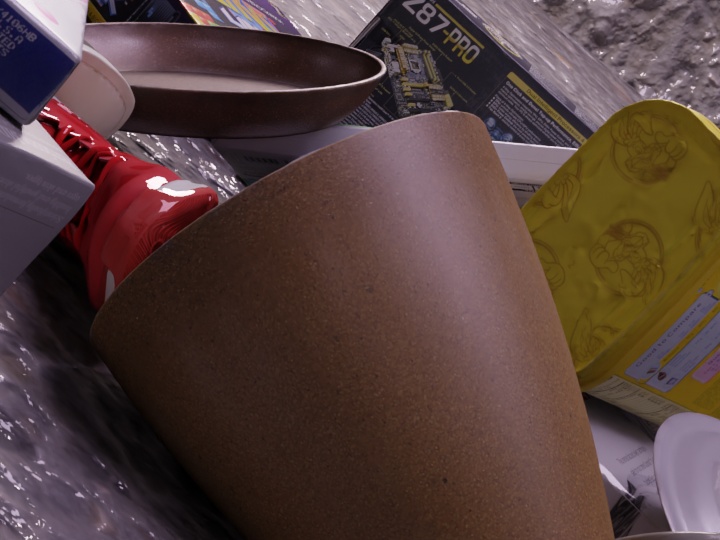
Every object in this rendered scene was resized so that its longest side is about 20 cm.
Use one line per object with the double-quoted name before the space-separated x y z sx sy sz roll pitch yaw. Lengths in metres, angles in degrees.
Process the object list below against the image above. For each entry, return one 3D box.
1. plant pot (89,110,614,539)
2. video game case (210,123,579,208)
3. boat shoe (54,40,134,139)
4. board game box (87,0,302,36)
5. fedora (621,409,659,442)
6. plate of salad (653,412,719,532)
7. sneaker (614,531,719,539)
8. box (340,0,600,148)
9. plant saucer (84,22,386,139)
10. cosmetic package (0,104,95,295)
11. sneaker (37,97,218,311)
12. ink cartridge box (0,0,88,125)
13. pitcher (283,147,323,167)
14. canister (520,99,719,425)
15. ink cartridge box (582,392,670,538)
"plant pot" 0.019 0.068 1.161 0.200 0.186 0.186 59 16 15
"video game case" 0.033 -0.047 1.560 0.199 0.022 0.182 6 -10 10
"boat shoe" -0.179 -0.101 1.312 0.202 0.072 0.060 17 33 -56
"board game box" -0.085 -0.134 1.771 0.200 0.057 0.165 28 20 -51
"fedora" 0.171 0.103 1.595 0.090 0.177 0.200 -22 70 -44
"plate of salad" 0.196 0.152 1.315 0.200 0.048 0.200 38 26 -22
"sneaker" 0.102 0.176 1.219 0.075 0.107 0.200 8 -16 -17
"box" 0.054 -0.052 1.679 0.200 0.161 0.049 41 12 -2
"plant saucer" -0.087 -0.098 1.483 0.200 0.032 0.200 4 13 -1
"cosmetic package" -0.207 -0.077 1.110 0.200 0.090 0.107 44 9 24
"sneaker" -0.126 -0.030 1.249 0.115 0.078 0.200 33 -5 1
"ink cartridge box" -0.192 -0.157 1.145 0.196 0.043 0.200 40 11 -15
"pitcher" 0.000 0.000 1.477 0.171 0.122 0.200 14 -5 29
"canister" 0.157 0.006 1.437 0.087 0.149 0.200 49 11 28
"ink cartridge box" 0.133 0.144 1.430 0.200 0.083 0.147 45 12 9
